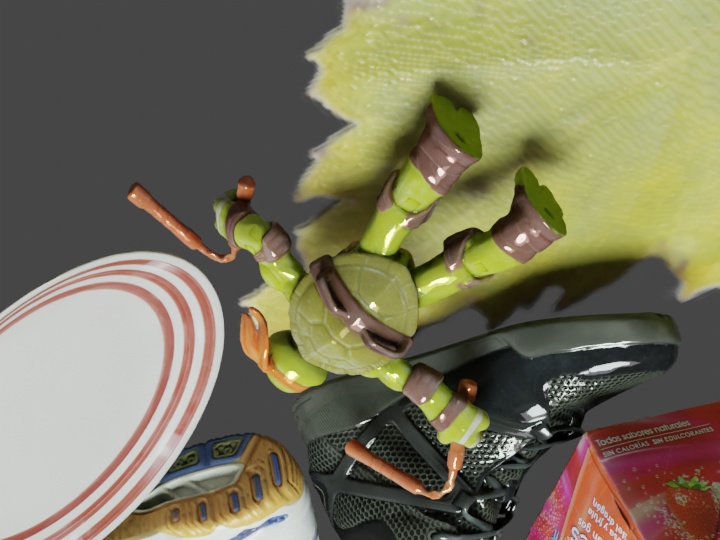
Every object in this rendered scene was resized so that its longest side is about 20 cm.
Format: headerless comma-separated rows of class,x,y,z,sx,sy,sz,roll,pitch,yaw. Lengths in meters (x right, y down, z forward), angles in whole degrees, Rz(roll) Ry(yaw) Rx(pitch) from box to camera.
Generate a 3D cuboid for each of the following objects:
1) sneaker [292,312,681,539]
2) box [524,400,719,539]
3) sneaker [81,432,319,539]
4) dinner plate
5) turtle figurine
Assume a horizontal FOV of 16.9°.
sneaker,0.067,0.087,1.133,0.199,0.115,0.076,-20,165,23
box,0.188,0.121,1.134,0.200,0.096,0.100,-10,145,-28
sneaker,-0.118,0.146,1.245,0.199,0.075,0.088,-8,138,13
dinner plate,-0.146,0.070,1.122,0.200,0.024,0.200,-35,146,-28
turtle figurine,0.000,0.000,1.063,0.200,0.064,0.161,45,113,0
